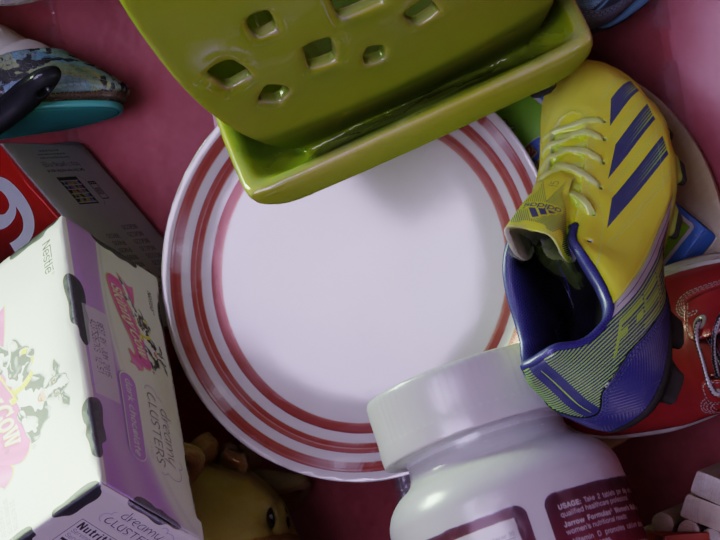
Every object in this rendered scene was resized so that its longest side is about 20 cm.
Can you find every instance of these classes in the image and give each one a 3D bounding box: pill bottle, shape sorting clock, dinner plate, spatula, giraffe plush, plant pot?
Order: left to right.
[{"bbox_3d":[-0.207,-0.050,1.343,0.200,0.056,0.021,-44,71,41],"label":"spatula"},{"bbox_3d":[-0.083,0.167,1.281,0.200,0.173,0.162,38,97,1],"label":"giraffe plush"},{"bbox_3d":[-0.013,-0.159,1.167,0.198,0.182,0.200,-24,45,2],"label":"plant pot"},{"bbox_3d":[0.000,0.000,1.243,0.199,0.024,0.201,-1,86,18],"label":"dinner plate"},{"bbox_3d":[0.078,-0.005,1.251,0.199,0.039,0.201,0,88,17],"label":"shape sorting clock"},{"bbox_3d":[0.077,0.139,1.146,0.109,0.109,0.201,-24,78,25],"label":"pill bottle"}]

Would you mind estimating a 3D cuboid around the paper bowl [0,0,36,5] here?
[{"bbox_3d":[-0.200,-0.221,1.294,0.201,0.200,0.104,54,146,13],"label":"paper bowl"}]

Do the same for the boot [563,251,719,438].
[{"bbox_3d":[0.167,0.032,1.135,0.199,0.144,0.073,-20,95,15],"label":"boot"}]

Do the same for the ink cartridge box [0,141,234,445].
[{"bbox_3d":[-0.171,0.064,1.351,0.176,0.084,0.200,47,110,15],"label":"ink cartridge box"}]

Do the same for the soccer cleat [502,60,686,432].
[{"bbox_3d":[0.097,-0.023,1.146,0.065,0.084,0.201,-34,41,36],"label":"soccer cleat"}]

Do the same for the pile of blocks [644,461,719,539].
[{"bbox_3d":[0.168,0.129,1.205,0.200,0.062,0.082,-40,76,23],"label":"pile of blocks"}]

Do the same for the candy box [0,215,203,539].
[{"bbox_3d":[-0.178,0.100,1.228,0.200,0.071,0.168,-36,43,21],"label":"candy box"}]

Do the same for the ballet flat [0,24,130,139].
[{"bbox_3d":[-0.213,-0.096,1.372,0.199,0.074,0.075,-12,88,24],"label":"ballet flat"}]

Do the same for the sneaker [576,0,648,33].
[{"bbox_3d":[0.119,-0.205,1.189,0.079,0.095,0.201,27,104,22],"label":"sneaker"}]
